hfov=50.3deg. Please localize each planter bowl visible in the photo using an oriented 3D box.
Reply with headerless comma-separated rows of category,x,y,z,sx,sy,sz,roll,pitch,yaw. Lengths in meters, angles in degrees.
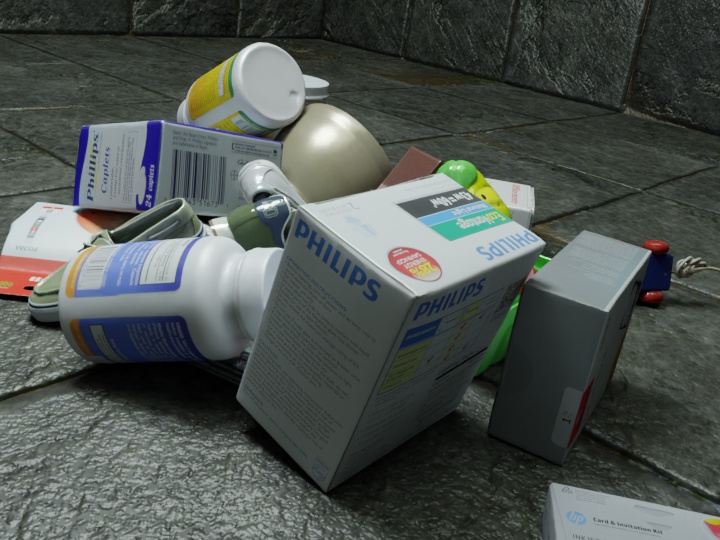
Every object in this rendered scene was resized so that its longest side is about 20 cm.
planter bowl,-0.064,-0.107,1.054,0.200,0.201,0.135,25,55,36

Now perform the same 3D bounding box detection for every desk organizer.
desk organizer,0.112,-0.062,0.979,0.200,0.077,0.072,41,-1,-38

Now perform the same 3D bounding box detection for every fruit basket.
fruit basket,0.137,-0.014,0.852,0.155,0.217,0.215,22,26,32

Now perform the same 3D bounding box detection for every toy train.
toy train,0.392,-0.006,1.090,0.199,0.085,0.116,0,10,-18

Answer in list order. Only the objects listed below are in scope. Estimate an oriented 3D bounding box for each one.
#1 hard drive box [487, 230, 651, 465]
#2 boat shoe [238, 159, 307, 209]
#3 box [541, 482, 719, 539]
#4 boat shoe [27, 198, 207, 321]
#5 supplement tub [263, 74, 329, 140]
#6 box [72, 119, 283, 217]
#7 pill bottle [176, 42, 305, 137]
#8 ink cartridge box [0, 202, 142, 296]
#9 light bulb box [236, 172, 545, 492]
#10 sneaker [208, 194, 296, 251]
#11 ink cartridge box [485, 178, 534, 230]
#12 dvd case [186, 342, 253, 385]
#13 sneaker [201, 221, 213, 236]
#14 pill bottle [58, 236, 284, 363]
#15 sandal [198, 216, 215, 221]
hard drive box,0.206,0.065,0.743,0.076,0.157,0.200,20,26,25
boat shoe,-0.073,-0.048,0.923,0.072,0.200,0.069,-27,41,8
box,0.204,0.229,0.499,0.155,0.041,0.200,10,23,4
boat shoe,-0.261,-0.015,0.808,0.199,0.062,0.072,-28,37,-12
supplement tub,-0.121,-0.201,1.210,0.144,0.201,0.146,7,22,-3
box,-0.230,-0.122,0.965,0.199,0.106,0.183,7,3,43
pill bottle,-0.174,-0.232,1.070,0.112,0.114,0.199,-12,0,-40
ink cartridge box,-0.343,-0.026,0.913,0.161,0.050,0.200,6,19,-4
light bulb box,0.024,0.043,0.648,0.125,0.201,0.198,38,34,26
sneaker,-0.086,-0.025,0.838,0.089,0.067,0.200,-27,-20,4
ink cartridge box,0.169,-0.096,1.211,0.199,0.085,0.146,10,22,9
dvd case,-0.096,0.076,0.790,0.199,0.022,0.146,19,25,23
sneaker,-0.164,-0.024,0.915,0.081,0.076,0.200,-3,19,-24
pill bottle,-0.161,0.027,0.701,0.199,0.113,0.112,-3,19,17
sandal,-0.158,-0.050,1.035,0.200,0.048,0.075,20,25,28
